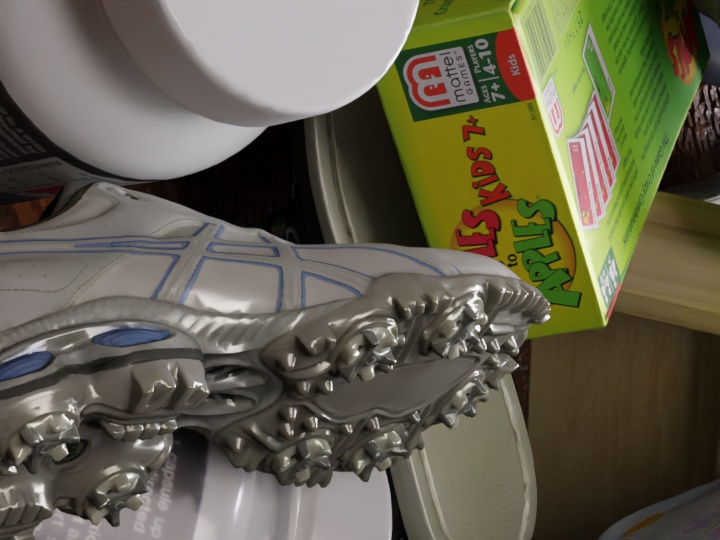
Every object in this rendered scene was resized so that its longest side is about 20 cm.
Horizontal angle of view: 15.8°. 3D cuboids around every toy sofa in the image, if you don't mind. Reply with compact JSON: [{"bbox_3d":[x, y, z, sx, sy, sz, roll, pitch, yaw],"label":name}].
[{"bbox_3d":[0.100,0.069,0.891,0.098,0.082,0.201,-44,141,-53],"label":"toy sofa"}]

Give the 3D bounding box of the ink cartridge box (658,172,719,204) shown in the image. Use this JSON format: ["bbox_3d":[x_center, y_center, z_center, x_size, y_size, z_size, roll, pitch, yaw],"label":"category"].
[{"bbox_3d":[0.174,0.029,1.020,0.199,0.083,0.146,-15,96,-42],"label":"ink cartridge box"}]

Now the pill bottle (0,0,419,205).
[{"bbox_3d":[-0.082,-0.078,0.717,0.116,0.199,0.117,4,84,-42],"label":"pill bottle"}]

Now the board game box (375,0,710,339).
[{"bbox_3d":[0.062,-0.070,0.823,0.200,0.047,0.102,-60,136,-58],"label":"board game box"}]

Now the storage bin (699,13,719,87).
[{"bbox_3d":[0.167,-0.150,1.005,0.199,0.146,0.135,7,47,-41],"label":"storage bin"}]

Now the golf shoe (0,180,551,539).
[{"bbox_3d":[-0.039,0.006,0.673,0.199,0.078,0.097,-5,50,-41],"label":"golf shoe"}]

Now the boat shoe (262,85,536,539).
[{"bbox_3d":[0.002,0.000,0.818,0.074,0.066,0.201,-19,95,-43],"label":"boat shoe"}]

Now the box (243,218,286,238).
[{"bbox_3d":[-0.044,0.094,0.841,0.117,0.048,0.201,-19,96,-42],"label":"box"}]

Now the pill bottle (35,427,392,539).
[{"bbox_3d":[-0.099,0.064,0.715,0.199,0.113,0.114,19,72,-21],"label":"pill bottle"}]

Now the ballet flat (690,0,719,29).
[{"bbox_3d":[0.157,-0.088,0.898,0.064,0.067,0.200,60,8,31],"label":"ballet flat"}]

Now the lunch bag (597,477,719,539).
[{"bbox_3d":[0.116,0.145,0.762,0.127,0.170,0.201,31,107,-6],"label":"lunch bag"}]
